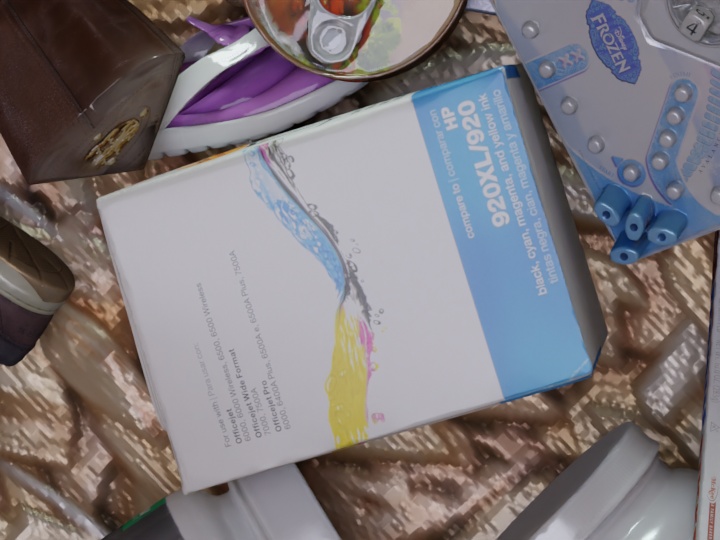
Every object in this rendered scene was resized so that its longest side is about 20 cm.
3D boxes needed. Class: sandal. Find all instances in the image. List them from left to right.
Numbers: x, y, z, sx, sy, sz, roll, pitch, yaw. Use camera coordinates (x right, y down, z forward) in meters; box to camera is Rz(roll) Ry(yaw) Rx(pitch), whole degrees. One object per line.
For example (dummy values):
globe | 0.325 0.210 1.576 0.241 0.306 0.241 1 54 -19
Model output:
sandal | -0.080 -0.096 1.084 0.201 0.083 0.050 -15 125 11

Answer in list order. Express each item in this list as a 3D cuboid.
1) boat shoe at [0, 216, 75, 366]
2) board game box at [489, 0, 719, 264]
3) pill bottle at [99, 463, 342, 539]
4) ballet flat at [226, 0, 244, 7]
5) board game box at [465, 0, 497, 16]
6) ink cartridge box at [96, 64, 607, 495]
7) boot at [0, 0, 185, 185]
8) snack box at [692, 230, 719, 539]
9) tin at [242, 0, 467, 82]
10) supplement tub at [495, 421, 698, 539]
boat shoe | -0.241 -0.021 1.127 0.199 0.072 0.065 31 100 3
board game box | 0.152 -0.117 0.960 0.199 0.026 0.201 -21 104 33
pill bottle | -0.097 0.179 1.089 0.199 0.113 0.114 -32 90 -5
ballet flat | -0.060 -0.231 1.082 0.065 0.070 0.202 10 94 31
board game box | 0.080 -0.221 1.069 0.198 0.041 0.202 10 97 8
ink cartridge box | 0.000 0.000 1.051 0.198 0.147 0.146 -17 93 10
boot | -0.195 -0.096 1.080 0.186 0.064 0.200 -43 65 9
snack box | 0.195 0.053 1.026 0.071 0.024 0.201 7 57 5
tin | 0.011 -0.186 1.035 0.111 0.042 0.202 15 91 12
supplement tub | 0.154 0.185 1.050 0.200 0.140 0.140 46 101 2
